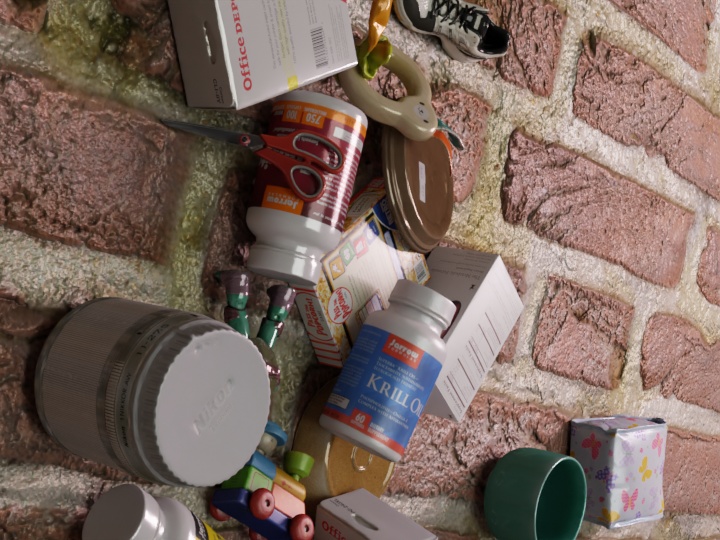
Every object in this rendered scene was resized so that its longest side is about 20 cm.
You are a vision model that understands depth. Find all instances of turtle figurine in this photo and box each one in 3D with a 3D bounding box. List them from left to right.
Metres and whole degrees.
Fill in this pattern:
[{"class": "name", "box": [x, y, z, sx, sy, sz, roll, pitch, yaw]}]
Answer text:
[{"class": "turtle figurine", "box": [-0.132, 0.109, 1.285, 0.149, 0.099, 0.204, 27, 70, -48]}]

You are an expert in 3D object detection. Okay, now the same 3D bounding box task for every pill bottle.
[{"class": "pill bottle", "box": [-0.200, 0.309, 1.218, 0.200, 0.110, 0.112, 51, 59, -40]}, {"class": "pill bottle", "box": [-0.065, -0.091, 1.314, 0.112, 0.112, 0.204, 21, 79, -48]}, {"class": "pill bottle", "box": [0.038, 0.118, 1.401, 0.112, 0.111, 0.203, 35, 76, -46]}]

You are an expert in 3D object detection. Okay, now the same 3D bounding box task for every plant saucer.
[{"class": "plant saucer", "box": [-0.009, 0.234, 1.488, 0.199, 0.035, 0.204, -11, 104, -48]}, {"class": "plant saucer", "box": [0.078, -0.124, 1.492, 0.199, 0.029, 0.204, -6, 90, -65]}]

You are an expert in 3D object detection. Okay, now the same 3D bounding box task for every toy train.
[{"class": "toy train", "box": [-0.081, 0.268, 1.370, 0.200, 0.084, 0.117, 41, 52, -37]}]

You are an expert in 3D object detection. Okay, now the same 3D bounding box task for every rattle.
[{"class": "rattle", "box": [0.075, -0.229, 1.385, 0.143, 0.200, 0.130, -49, 170, 27]}]

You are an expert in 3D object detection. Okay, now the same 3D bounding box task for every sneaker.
[{"class": "sneaker", "box": [0.125, -0.336, 1.519, 0.199, 0.087, 0.077, 19, 83, -47]}]

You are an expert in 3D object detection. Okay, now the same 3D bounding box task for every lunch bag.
[{"class": "lunch bag", "box": [0.444, 0.337, 1.966, 0.198, 0.126, 0.173, 1, 93, -39]}]

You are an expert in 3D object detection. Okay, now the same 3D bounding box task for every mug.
[{"class": "mug", "box": [0.252, 0.362, 1.750, 0.151, 0.113, 0.188, 26, 77, -48]}]

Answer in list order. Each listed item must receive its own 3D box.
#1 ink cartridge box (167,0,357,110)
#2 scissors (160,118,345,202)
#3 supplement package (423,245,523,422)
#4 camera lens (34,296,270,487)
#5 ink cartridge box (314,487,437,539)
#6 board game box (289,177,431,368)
[{"class": "ink cartridge box", "box": [-0.106, -0.270, 1.262, 0.199, 0.082, 0.148, -28, 116, -44]}, {"class": "scissors", "box": [-0.111, -0.142, 1.244, 0.198, 0.014, 0.074, 27, 83, -9]}, {"class": "supplement package", "box": [0.116, 0.082, 1.550, 0.201, 0.112, 0.110, -57, 134, -28]}, {"class": "camera lens", "box": [-0.204, 0.115, 1.116, 0.159, 0.198, 0.163, -10, 104, -48]}, {"class": "ink cartridge box", "box": [0.012, 0.392, 1.423, 0.083, 0.144, 0.204, -12, 115, -41]}, {"class": "board game box", "box": [0.000, 0.000, 1.454, 0.200, 0.046, 0.153, -43, 126, -37]}]
